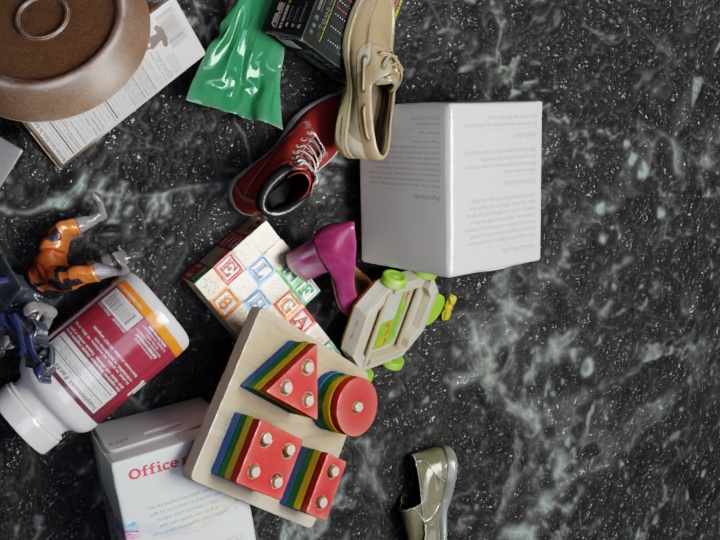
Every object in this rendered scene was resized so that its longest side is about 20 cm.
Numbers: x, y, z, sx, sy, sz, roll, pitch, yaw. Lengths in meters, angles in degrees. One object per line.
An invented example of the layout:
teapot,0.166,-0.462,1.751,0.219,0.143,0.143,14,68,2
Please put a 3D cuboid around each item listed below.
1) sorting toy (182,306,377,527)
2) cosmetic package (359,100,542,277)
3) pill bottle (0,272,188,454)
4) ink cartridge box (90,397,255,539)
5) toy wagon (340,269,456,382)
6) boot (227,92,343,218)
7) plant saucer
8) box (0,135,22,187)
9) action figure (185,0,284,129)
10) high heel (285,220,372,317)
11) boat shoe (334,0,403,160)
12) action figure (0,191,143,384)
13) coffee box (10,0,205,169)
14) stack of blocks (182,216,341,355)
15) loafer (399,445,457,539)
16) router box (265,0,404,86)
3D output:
sorting toy,-0.071,0.173,1.024,0.200,0.069,0.200,36,68,-41
cosmetic package,0.111,-0.108,1.128,0.167,0.166,0.201,-9,103,-39
pill bottle,-0.299,0.104,1.009,0.200,0.113,0.113,-41,113,-14
ink cartridge box,-0.217,0.271,1.057,0.145,0.144,0.201,-12,103,-24
toy wagon,0.054,0.061,1.187,0.200,0.039,0.156,-15,131,-51
boot,-0.057,-0.136,1.072,0.200,0.144,0.072,-46,112,-14
plant saucer,-0.308,-0.240,0.890,0.199,0.035,0.201,-1,69,2
box,-0.462,-0.110,0.890,0.200,0.124,0.149,31,85,-25
action figure,-0.128,-0.276,1.066,0.118,0.055,0.201,15,85,-26
high heel,0.000,0.000,1.123,0.096,0.068,0.200,-27,140,21
boat shoe,0.021,-0.228,1.055,0.071,0.064,0.201,-4,103,-52
action figure,-0.327,0.034,0.969,0.193,0.200,0.105,-36,153,5
coffee box,-0.282,-0.215,0.958,0.200,0.114,0.080,-42,138,-13
stack of blocks,-0.109,0.047,1.123,0.115,0.059,0.200,-42,113,-15
loafer,0.082,0.339,1.264,0.069,0.075,0.201,9,90,-15
router box,-0.014,-0.336,1.074,0.150,0.062,0.201,23,88,-54
